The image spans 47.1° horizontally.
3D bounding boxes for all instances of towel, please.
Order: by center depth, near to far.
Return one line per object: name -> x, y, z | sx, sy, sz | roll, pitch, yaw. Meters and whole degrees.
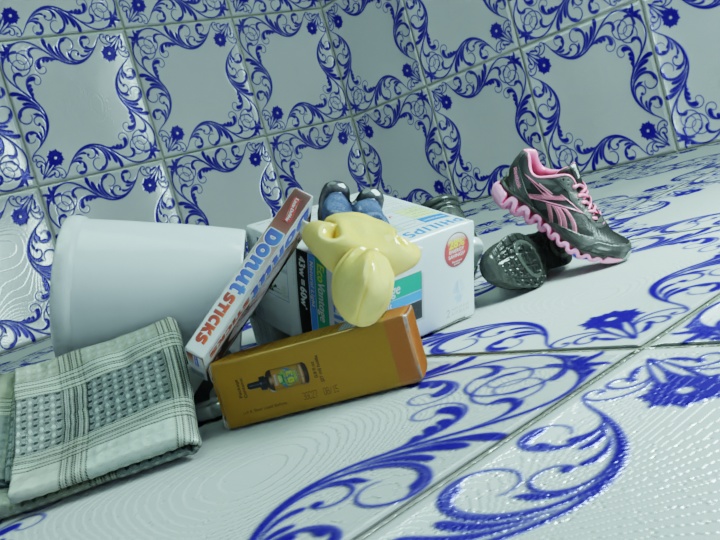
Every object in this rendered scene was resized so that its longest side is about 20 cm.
towel -> -0.258, 0.129, 0.781 | 0.198, 0.035, 0.193 | -19, 38, -7

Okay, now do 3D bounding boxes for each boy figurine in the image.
boy figurine -> 0.004, -0.020, 0.797 | 0.123, 0.065, 0.201 | 9, 29, -13

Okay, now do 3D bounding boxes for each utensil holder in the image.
utensil holder -> -0.233, 0.028, 0.944 | 0.198, 0.172, 0.170 | 3, 3, -7

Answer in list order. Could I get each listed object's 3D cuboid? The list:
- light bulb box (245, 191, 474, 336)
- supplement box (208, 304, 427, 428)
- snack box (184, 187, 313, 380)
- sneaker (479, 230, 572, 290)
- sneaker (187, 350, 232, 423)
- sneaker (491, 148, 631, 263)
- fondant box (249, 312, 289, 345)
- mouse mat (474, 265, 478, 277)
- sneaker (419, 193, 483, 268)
light bulb box -> 0.000, 0.000, 0.983 | 0.197, 0.126, 0.199 | -20, 27, -33
supplement box -> -0.039, 0.091, 0.790 | 0.198, 0.067, 0.069 | -15, 6, 9
snack box -> -0.109, 0.012, 0.826 | 0.201, 0.024, 0.072 | -58, -8, -24
sneaker -> 0.206, -0.008, 1.095 | 0.090, 0.077, 0.199 | -24, -7, 38
sneaker -> -0.217, 0.131, 0.867 | 0.198, 0.081, 0.074 | -19, 8, -6
sneaker -> 0.268, -0.087, 1.064 | 0.079, 0.199, 0.096 | -27, -33, -58
fondant box -> -0.073, 0.067, 1.171 | 0.143, 0.059, 0.200 | -18, 7, -15
mouse mat -> 0.106, 0.027, 1.307 | 0.159, 0.008, 0.200 | -15, 5, 13
sneaker -> 0.104, -0.030, 1.096 | 0.070, 0.100, 0.200 | -14, -23, -16
